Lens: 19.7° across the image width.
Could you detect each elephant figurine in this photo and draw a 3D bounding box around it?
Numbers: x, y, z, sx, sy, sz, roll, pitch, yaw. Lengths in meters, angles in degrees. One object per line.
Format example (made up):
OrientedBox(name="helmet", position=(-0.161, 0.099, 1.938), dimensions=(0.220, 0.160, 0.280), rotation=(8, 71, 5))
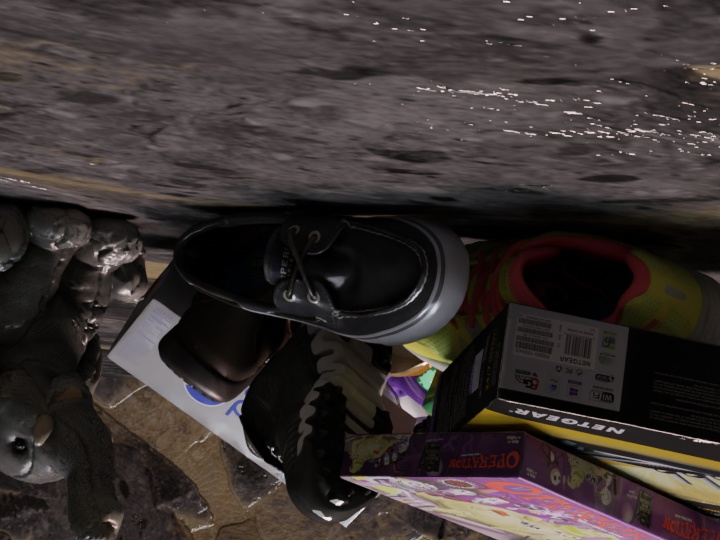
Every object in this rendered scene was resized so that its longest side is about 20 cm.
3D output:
OrientedBox(name="elephant figurine", position=(-0.204, 0.064, 1.255), dimensions=(0.141, 0.201, 0.155), rotation=(7, 174, -5))

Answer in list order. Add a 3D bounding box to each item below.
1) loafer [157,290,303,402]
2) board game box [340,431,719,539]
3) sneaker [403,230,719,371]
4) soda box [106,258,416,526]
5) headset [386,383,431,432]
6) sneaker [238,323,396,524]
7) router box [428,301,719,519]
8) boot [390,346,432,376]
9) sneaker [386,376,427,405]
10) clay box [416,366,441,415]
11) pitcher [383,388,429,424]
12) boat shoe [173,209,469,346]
OrientedBox(name="loafer", position=(-0.063, 0.025, 1.284), dimensions=(0.073, 0.071, 0.200), rotation=(39, -165, -4))
OrientedBox(name="board game box", position=(0.097, 0.125, 1.113), dimensions=(0.120, 0.032, 0.200), rotation=(-10, 154, 40))
OrientedBox(name="sneaker", position=(0.089, 0.010, 1.100), dimensions=(0.200, 0.078, 0.090), rotation=(-3, 160, 34))
OrientedBox(name="soda box", position=(-0.063, 0.078, 1.378), dimensions=(0.200, 0.063, 0.068), rotation=(37, -147, -7))
OrientedBox(name="headset", position=(-0.030, 0.076, 1.444), dimensions=(0.200, 0.094, 0.124), rotation=(30, 134, -14))
OrientedBox(name="sneaker", position=(-0.028, 0.092, 1.178), dimensions=(0.066, 0.090, 0.200), rotation=(41, -157, -19))
OrientedBox(name="router box", position=(0.148, 0.079, 1.073), dimensions=(0.199, 0.052, 0.157), rotation=(12, 162, -7))
OrientedBox(name="boot", position=(0.096, 0.040, 1.341), dimensions=(0.144, 0.071, 0.201), rotation=(11, 169, -34))
OrientedBox(name="sneaker", position=(0.082, 0.066, 1.466), dimensions=(0.080, 0.084, 0.200), rotation=(-20, -167, -31))
OrientedBox(name="clay box", position=(0.126, 0.075, 1.221), dimensions=(0.115, 0.048, 0.200), rotation=(39, 138, -17))
OrientedBox(name="pitcher", position=(0.074, 0.101, 1.583), dimensions=(0.171, 0.121, 0.200), rotation=(-30, -161, -28))
OrientedBox(name="boat shoe", position=(-0.029, -0.003, 1.110), dimensions=(0.066, 0.070, 0.200), rotation=(9, -179, -40))
